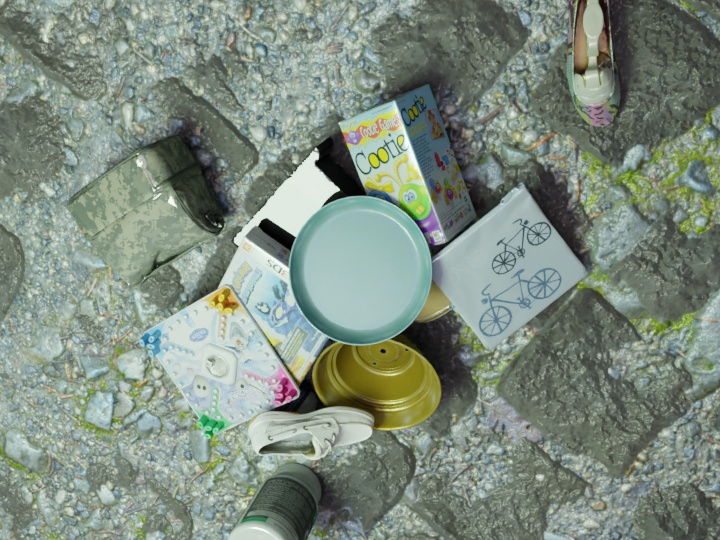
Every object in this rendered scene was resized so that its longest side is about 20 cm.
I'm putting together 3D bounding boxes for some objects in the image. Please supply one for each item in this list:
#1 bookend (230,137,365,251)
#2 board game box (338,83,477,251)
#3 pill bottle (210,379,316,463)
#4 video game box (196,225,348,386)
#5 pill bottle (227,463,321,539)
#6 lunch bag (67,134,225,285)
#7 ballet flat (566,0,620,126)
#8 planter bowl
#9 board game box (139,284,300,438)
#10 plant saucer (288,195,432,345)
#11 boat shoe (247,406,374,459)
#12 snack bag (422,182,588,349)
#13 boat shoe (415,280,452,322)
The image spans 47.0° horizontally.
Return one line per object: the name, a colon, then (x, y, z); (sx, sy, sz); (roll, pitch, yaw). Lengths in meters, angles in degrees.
bookend: (-0.052, -0.053, 1.243); (0.199, 0.092, 0.200); (44, 111, -4)
board game box: (0.068, -0.140, 1.166); (0.102, 0.105, 0.203); (-13, 105, 38)
pill bottle: (-0.141, 0.213, 1.339); (0.200, 0.111, 0.111); (44, 112, -2)
video game box: (-0.129, 0.064, 1.228); (0.181, 0.047, 0.201); (35, 122, 4)
pill bottle: (-0.134, 0.407, 1.352); (0.111, 0.200, 0.115); (4, 109, 13)
lunch bag: (-0.324, -0.087, 1.274); (0.198, 0.139, 0.169); (-28, 99, 21)
ballet flat: (0.305, -0.286, 1.090); (0.068, 0.071, 0.203); (-5, 106, 14)
planter bowl: (0.030, 0.149, 1.278); (0.197, 0.084, 0.203); (6, 129, 8)
board game box: (-0.218, 0.146, 1.259); (0.198, 0.026, 0.202); (-27, 101, 29)
plant saucer: (0.000, 0.000, 1.139); (0.196, 0.027, 0.204); (0, 91, 5)
boat shoe: (-0.069, 0.255, 1.253); (0.197, 0.070, 0.072); (-2, 127, -16)
snack bag: (0.203, -0.001, 1.176); (0.188, 0.021, 0.200); (-39, 120, 10)
boat shoe: (0.138, 0.010, 1.224); (0.072, 0.076, 0.200); (42, 112, -2)
